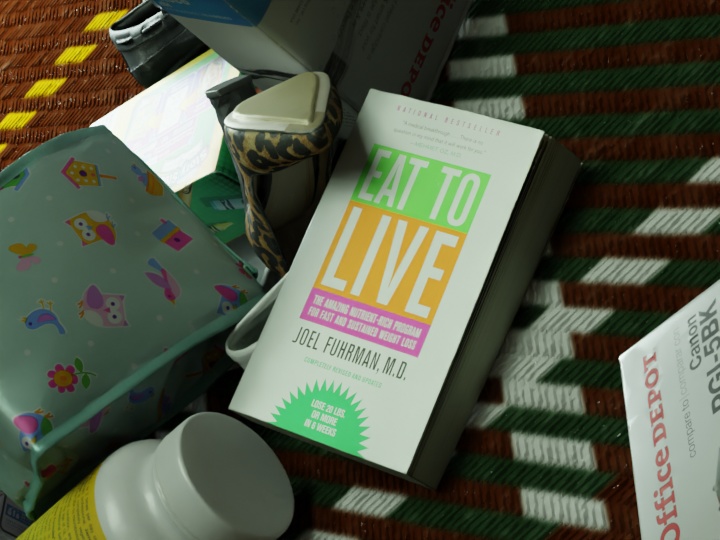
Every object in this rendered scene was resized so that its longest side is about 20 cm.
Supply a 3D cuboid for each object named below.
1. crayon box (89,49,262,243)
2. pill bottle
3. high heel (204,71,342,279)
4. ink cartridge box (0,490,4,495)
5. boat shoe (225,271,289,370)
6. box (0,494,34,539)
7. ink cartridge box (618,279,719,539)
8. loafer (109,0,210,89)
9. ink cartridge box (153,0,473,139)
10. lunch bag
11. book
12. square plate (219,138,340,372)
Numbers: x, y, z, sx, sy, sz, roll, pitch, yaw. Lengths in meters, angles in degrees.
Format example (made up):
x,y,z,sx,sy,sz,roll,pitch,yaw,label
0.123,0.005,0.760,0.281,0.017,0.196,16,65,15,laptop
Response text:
x,y,z,sx,sy,sz,roll,pitch,yaw,label
-0.117,-0.068,1.788,0.200,0.058,0.119,-26,43,47,crayon box
-0.133,0.170,1.584,0.200,0.112,0.113,-42,32,32,pill bottle
-0.030,-0.041,1.595,0.071,0.143,0.200,-25,13,-12,high heel
-0.282,0.053,1.713,0.200,0.147,0.086,50,150,21,ink cartridge box
0.000,0.000,1.578,0.200,0.067,0.074,-50,29,19,boat shoe
-0.243,0.129,1.865,0.117,0.060,0.200,-37,36,37,box
0.210,0.053,1.159,0.200,0.083,0.147,-41,34,31,ink cartridge box
-0.110,-0.181,1.788,0.068,0.070,0.201,-54,7,-35,loafer
-0.029,-0.186,1.646,0.084,0.200,0.145,11,71,42,ink cartridge box
-0.172,0.022,1.640,0.200,0.170,0.122,-38,-17,-26,lunch bag
0.022,0.007,1.507,0.133,0.048,0.200,17,80,36,book
-0.090,-0.018,1.788,0.200,0.028,0.198,-5,60,58,square plate
